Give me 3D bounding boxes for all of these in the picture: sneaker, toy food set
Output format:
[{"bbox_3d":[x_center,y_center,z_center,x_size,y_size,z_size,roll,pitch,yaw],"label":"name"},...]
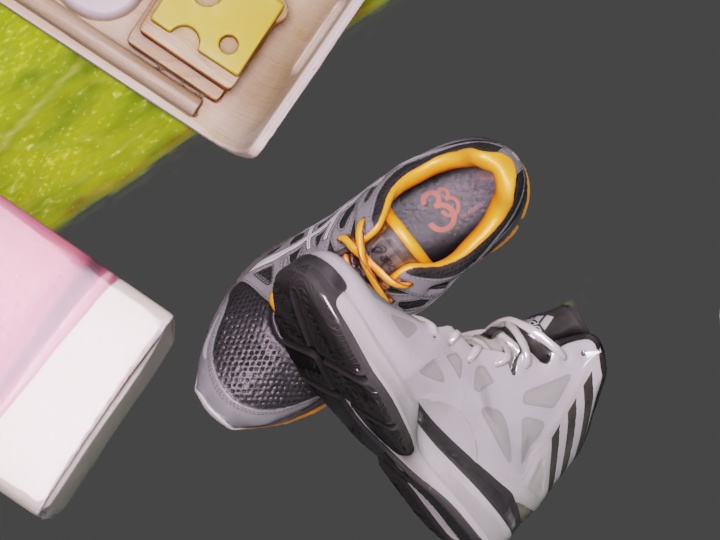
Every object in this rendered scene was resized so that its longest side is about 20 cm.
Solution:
[{"bbox_3d":[0.000,0.000,1.056,0.200,0.077,0.078,-42,89,-6],"label":"sneaker"},{"bbox_3d":[-0.094,-0.166,1.077,0.199,0.060,0.144,33,82,1],"label":"toy food set"},{"bbox_3d":[0.043,0.037,1.029,0.115,0.076,0.201,-46,128,-15],"label":"sneaker"}]

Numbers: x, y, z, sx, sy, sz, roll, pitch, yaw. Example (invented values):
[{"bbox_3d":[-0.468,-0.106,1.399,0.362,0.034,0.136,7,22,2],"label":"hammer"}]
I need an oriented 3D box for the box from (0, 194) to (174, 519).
[{"bbox_3d":[-0.195,0.015,1.014,0.199,0.128,0.109,34,81,0],"label":"box"}]
